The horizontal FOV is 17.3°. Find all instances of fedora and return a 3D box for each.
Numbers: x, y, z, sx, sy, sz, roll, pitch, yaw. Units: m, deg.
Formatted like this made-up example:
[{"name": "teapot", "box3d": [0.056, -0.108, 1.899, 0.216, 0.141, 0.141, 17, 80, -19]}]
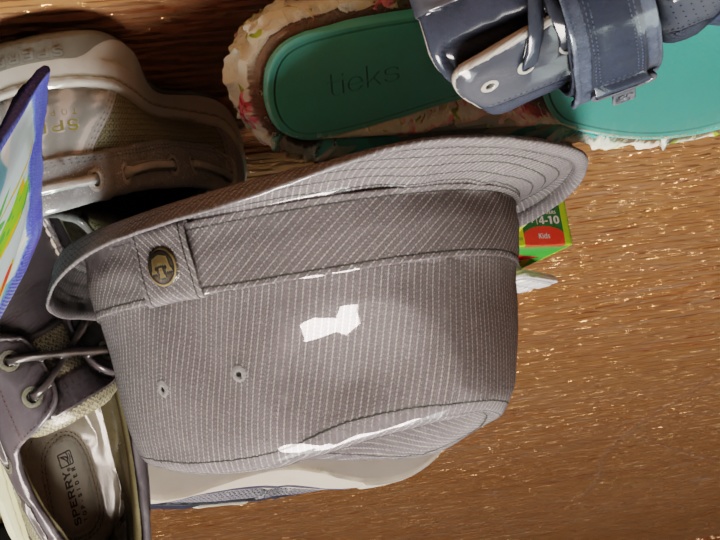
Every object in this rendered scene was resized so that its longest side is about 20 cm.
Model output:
[{"name": "fedora", "box3d": [-0.012, 0.022, 0.820, 0.199, 0.091, 0.177, -14, 170, 27]}]

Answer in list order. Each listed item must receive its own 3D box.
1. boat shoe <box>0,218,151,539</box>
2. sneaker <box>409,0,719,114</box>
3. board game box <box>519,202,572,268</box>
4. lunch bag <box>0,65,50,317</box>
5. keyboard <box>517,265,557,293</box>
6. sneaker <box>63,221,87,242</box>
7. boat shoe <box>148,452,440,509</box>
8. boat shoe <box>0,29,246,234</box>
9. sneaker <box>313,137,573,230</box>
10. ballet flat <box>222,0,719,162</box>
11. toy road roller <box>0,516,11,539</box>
[{"name": "boat shoe", "box3d": [-0.120, 0.041, 0.911, 0.072, 0.201, 0.065, -29, -145, -29]}, {"name": "sneaker", "box3d": [0.085, -0.103, 0.672, 0.146, 0.077, 0.202, -12, 168, -4]}, {"name": "board game box", "box3d": [-0.004, -0.004, 1.095, 0.101, 0.048, 0.200, -2, 165, -33]}, {"name": "lunch bag", "box3d": [-0.138, -0.026, 0.556, 0.127, 0.201, 0.170, -7, 166, -11]}, {"name": "keyboard", "box3d": [-0.010, 0.026, 1.088, 0.199, 0.011, 0.056, -14, 167, 18]}, {"name": "sneaker", "box3d": [-0.113, 0.012, 1.044, 0.084, 0.075, 0.200, -11, 177, -34]}, {"name": "boat shoe", "box3d": [-0.058, 0.069, 1.079, 0.199, 0.075, 0.093, -1, 175, -40]}, {"name": "boat shoe", "box3d": [-0.088, -0.033, 0.865, 0.074, 0.065, 0.202, -11, 168, 8]}, {"name": "sneaker", "box3d": [0.000, 0.000, 0.958, 0.200, 0.076, 0.076, -33, 152, 3]}, {"name": "ballet flat", "box3d": [0.047, -0.078, 0.814, 0.199, 0.076, 0.064, -2, -164, -16]}, {"name": "toy road roller", "box3d": [-0.261, 0.113, 1.250, 0.199, 0.123, 0.146, -4, 177, -28]}]
